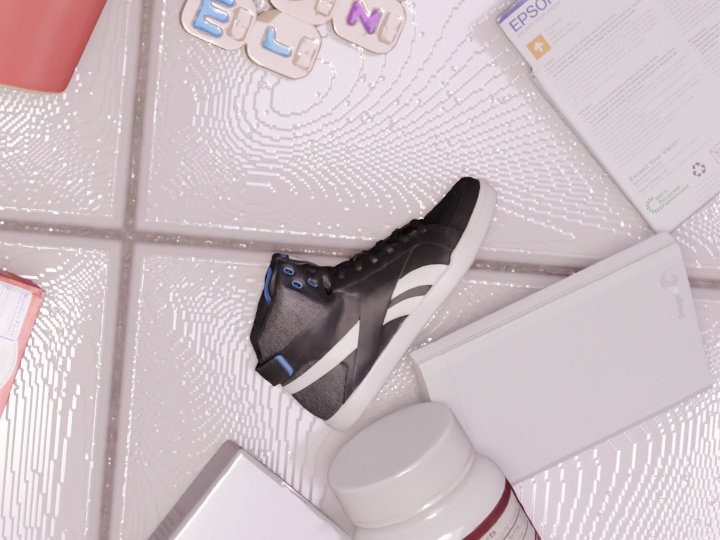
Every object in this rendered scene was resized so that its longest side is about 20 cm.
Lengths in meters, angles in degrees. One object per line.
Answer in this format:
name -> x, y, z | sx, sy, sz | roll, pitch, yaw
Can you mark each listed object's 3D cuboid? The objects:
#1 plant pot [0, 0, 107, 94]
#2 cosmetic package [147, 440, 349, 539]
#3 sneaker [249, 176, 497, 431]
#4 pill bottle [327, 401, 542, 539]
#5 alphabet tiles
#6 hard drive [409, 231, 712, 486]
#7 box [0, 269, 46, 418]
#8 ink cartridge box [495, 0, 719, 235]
plant pot -> -0.232, -0.216, 1.393 | 0.200, 0.200, 0.178 | 14, 99, -11
cosmetic package -> -0.110, 0.224, 1.483 | 0.102, 0.074, 0.200 | 41, 82, -10
sneaker -> 0.000, 0.000, 1.495 | 0.112, 0.073, 0.200 | 34, 87, -12
pill bottle -> 0.066, 0.197, 1.477 | 0.114, 0.114, 0.200 | -33, 109, -8
alphabet tiles -> -0.046, -0.239, 1.508 | 0.195, 0.015, 0.201 | 22, 88, -11
hard drive -> 0.142, 0.070, 1.523 | 0.199, 0.026, 0.132 | -25, 124, -9
box -> -0.285, 0.088, 1.432 | 0.102, 0.095, 0.201 | 19, 89, -11
ink cartridge box -> 0.225, -0.160, 1.537 | 0.199, 0.041, 0.200 | -38, 101, 1
